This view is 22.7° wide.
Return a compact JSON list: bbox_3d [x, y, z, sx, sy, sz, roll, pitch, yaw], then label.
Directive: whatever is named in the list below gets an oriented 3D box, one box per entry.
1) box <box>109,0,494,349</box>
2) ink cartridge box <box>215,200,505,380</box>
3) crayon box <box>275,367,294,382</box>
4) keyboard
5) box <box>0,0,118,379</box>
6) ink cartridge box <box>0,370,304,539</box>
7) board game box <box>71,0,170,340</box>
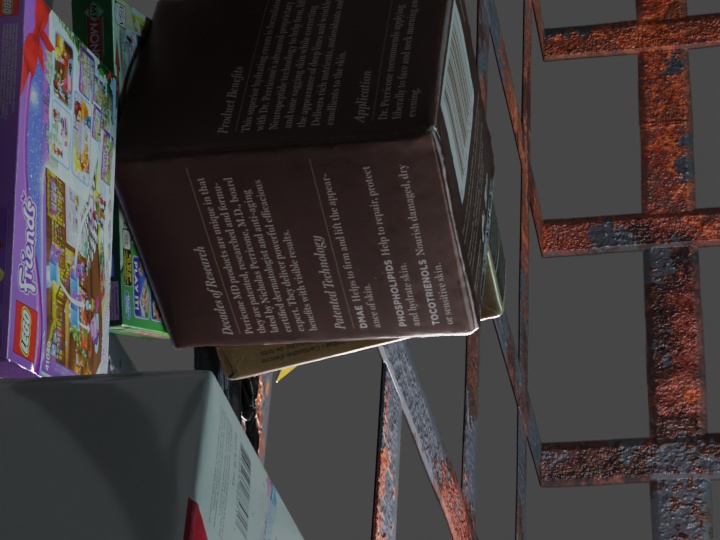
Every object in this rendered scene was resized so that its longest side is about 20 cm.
[{"bbox_3d":[-0.028,-0.068,1.115,0.166,0.199,0.165,-80,161,-46],"label":"box"},{"bbox_3d":[0.000,0.000,1.270,0.165,0.199,0.075,-68,143,-75],"label":"ink cartridge box"},{"bbox_3d":[-0.036,-0.022,1.420,0.126,0.051,0.201,-35,148,-76],"label":"crayon box"},{"bbox_3d":[-0.096,0.090,1.253,0.127,0.021,0.201,63,18,-49],"label":"keyboard"},{"bbox_3d":[-0.172,-0.034,0.950,0.137,0.039,0.201,52,36,-70],"label":"box"},{"bbox_3d":[-0.119,0.161,0.883,0.200,0.144,0.146,68,21,-54],"label":"ink cartridge box"},{"bbox_3d":[-0.142,-0.060,1.125,0.135,0.029,0.201,20,67,-76],"label":"board game box"}]
